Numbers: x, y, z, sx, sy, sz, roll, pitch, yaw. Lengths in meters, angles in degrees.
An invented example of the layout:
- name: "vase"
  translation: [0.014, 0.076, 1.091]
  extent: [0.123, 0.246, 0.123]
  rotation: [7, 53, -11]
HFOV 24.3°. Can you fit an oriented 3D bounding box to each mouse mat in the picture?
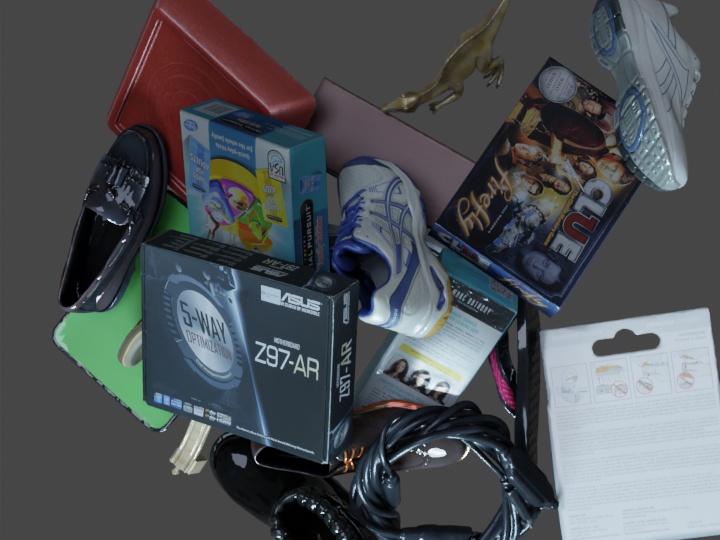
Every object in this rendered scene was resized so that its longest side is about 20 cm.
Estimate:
- name: "mouse mat"
  translation: [-0.198, 0.040, 1.668]
  extent: [0.161, 0.008, 0.200]
  rotation: [40, 98, 14]

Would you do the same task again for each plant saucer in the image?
- name: "plant saucer"
  translation: [-0.156, -0.149, 1.599]
  extent: [0.200, 0.037, 0.200]
  rotation: [43, 131, 14]

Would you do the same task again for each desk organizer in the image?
- name: "desk organizer"
  translation: [0.034, -0.098, 1.581]
  extent: [0.200, 0.072, 0.077]
  rotation: [31, 92, 15]

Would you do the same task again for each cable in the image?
- name: "cable"
  translation: [0.071, 0.191, 1.489]
  extent: [0.163, 0.200, 0.051]
  rotation: [-30, 37, 22]

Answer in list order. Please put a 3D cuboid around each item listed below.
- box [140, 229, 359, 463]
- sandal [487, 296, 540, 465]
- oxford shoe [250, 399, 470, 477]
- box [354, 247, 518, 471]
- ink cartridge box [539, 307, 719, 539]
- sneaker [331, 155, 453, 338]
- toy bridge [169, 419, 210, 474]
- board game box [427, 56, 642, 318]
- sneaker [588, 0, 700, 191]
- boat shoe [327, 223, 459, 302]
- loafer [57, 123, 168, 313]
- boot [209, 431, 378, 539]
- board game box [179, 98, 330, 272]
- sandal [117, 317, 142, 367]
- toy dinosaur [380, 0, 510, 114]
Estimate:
- name: "box"
  translation: [-0.098, 0.064, 1.455]
  extent: [0.200, 0.044, 0.161]
  rotation: [16, 117, 27]
- name: "sandal"
  translation: [0.139, 0.100, 1.540]
  extent: [0.045, 0.075, 0.201]
  rotation: [1, 90, 17]
- name: "oxford shoe"
  translation: [0.000, 0.162, 1.505]
  extent: [0.199, 0.073, 0.071]
  rotation: [0, 116, 6]
- name: "box"
  translation: [0.059, 0.083, 1.528]
  extent: [0.082, 0.049, 0.200]
  rotation: [29, 116, -7]
- name: "ink cartridge box"
  translation: [0.255, 0.146, 1.524]
  extent: [0.162, 0.057, 0.201]
  rotation: [-9, 76, 15]
- name: "sneaker"
  translation: [0.012, -0.031, 1.467]
  extent: [0.075, 0.088, 0.200]
  rotation: [-54, 44, 32]
- name: "toy bridge"
  translation: [-0.126, 0.114, 1.613]
  extent: [0.027, 0.067, 0.200]
  rotation: [34, 95, 14]
- name: "board game box"
  translation: [0.171, -0.077, 1.510]
  extent: [0.135, 0.035, 0.200]
  rotation: [34, 72, 2]
- name: "sneaker"
  translation: [0.269, -0.166, 1.499]
  extent: [0.087, 0.075, 0.201]
  rotation: [-2, 70, -19]
- name: "boat shoe"
  translation: [0.000, 0.000, 1.564]
  extent: [0.200, 0.072, 0.071]
  rotation: [3, 44, 32]
- name: "loafer"
  translation: [-0.242, -0.045, 1.624]
  extent: [0.072, 0.063, 0.200]
  rotation: [28, 111, 21]
- name: "boot"
  translation: [-0.068, 0.217, 1.543]
  extent: [0.211, 0.158, 0.080]
  rotation: [31, 95, 14]
- name: "board game box"
  translation: [-0.095, -0.041, 1.529]
  extent: [0.151, 0.047, 0.201]
  rotation: [22, 124, 42]
- name: "sandal"
  translation: [-0.171, 0.047, 1.578]
  extent: [0.054, 0.080, 0.200]
  rotation: [44, 137, -4]
- name: "toy dinosaur"
  translation: [0.106, -0.206, 1.551]
  extent: [0.058, 0.101, 0.200]
  rotation: [42, 97, 13]
